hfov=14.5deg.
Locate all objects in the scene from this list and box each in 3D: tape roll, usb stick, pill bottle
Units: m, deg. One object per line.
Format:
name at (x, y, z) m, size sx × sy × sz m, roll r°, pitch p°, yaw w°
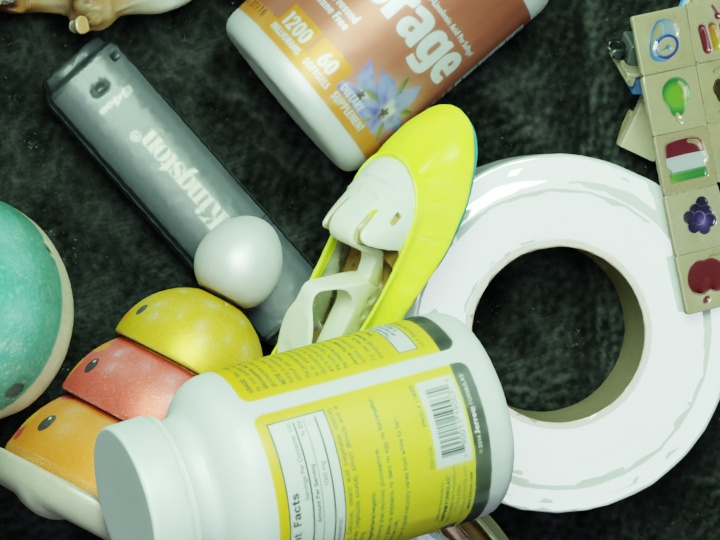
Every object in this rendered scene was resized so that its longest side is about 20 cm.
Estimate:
tape roll at (0.106, 0.034, 1.606) m, size 0.201 × 0.071 × 0.204 m, roll 0°, pitch 93°, yaw -5°
usb stick at (-0.099, -0.044, 1.605) m, size 0.055 × 0.033 × 0.200 m, roll -41°, pitch 94°, yaw -1°
pill bottle at (0.032, -0.159, 1.571) m, size 0.200 × 0.112 × 0.112 m, roll -41°, pitch 95°, yaw -2°
pill bottle at (-0.031, 0.097, 1.466) m, size 0.199 × 0.112 × 0.113 m, roll -14°, pitch 93°, yaw -22°

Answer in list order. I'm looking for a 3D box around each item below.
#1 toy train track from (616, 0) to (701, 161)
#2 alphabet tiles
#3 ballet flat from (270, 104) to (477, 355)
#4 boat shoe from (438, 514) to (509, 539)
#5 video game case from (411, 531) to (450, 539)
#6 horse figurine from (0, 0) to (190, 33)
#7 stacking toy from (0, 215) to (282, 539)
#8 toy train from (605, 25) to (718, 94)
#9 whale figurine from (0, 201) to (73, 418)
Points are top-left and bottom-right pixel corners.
toy train track at (0.197, -0.160, 1.627) m, size 0.114 × 0.033 × 0.201 m, roll 23°, pitch 96°, yaw -12°
alphabet tiles at (0.255, -0.079, 1.589) m, size 0.199 × 0.008 × 0.168 m, roll -13°, pitch 95°, yaw -18°
ballet flat at (0.000, 0.000, 1.535) m, size 0.067 × 0.067 × 0.201 m, roll 14°, pitch 105°, yaw -48°
boat shoe at (0.059, 0.202, 1.587) m, size 0.068 × 0.072 × 0.201 m, roll -39°, pitch 103°, yaw -34°
video game case at (0.021, 0.237, 1.547) m, size 0.199 × 0.023 × 0.183 m, roll 33°, pitch 90°, yaw -3°
horse figurine at (-0.106, -0.169, 1.566) m, size 0.199 × 0.132 × 0.050 m, roll -23°, pitch 100°, yaw -15°
stacking toy at (-0.101, 0.061, 1.562) m, size 0.146 × 0.146 × 0.201 m, roll 28°, pitch 82°, yaw -5°
toy train at (0.230, -0.117, 1.609) m, size 0.199 × 0.034 × 0.046 m, roll 0°, pitch 129°, yaw -18°
whale figurine at (-0.256, 0.039, 1.553) m, size 0.199 × 0.104 × 0.160 m, roll -32°, pitch 67°, yaw 9°
